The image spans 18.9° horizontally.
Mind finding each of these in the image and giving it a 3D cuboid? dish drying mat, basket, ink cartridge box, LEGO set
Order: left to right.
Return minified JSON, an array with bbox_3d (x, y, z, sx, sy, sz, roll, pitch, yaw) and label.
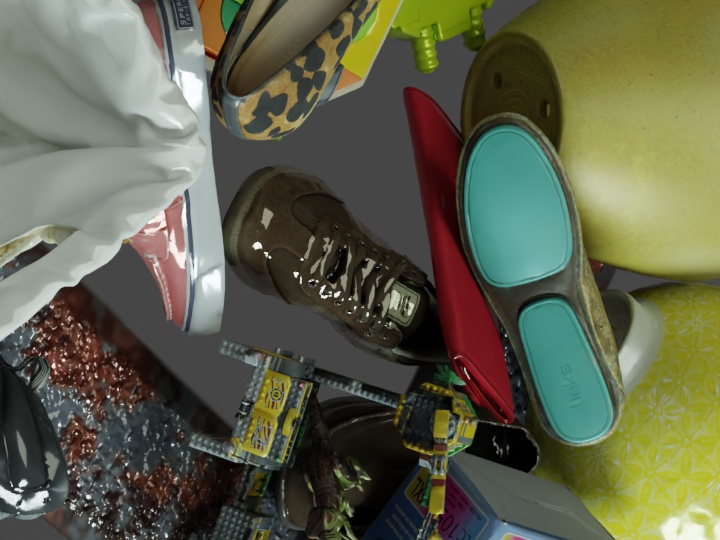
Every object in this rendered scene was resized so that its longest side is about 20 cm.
[{"bbox_3d":[-0.208,-0.075,0.904,0.198,0.160,0.201,-41,121,-27],"label":"basket"},{"bbox_3d":[-0.030,0.125,1.128,0.201,0.153,0.116,-64,163,1],"label":"LEGO set"},{"bbox_3d":[0.044,0.209,1.243,0.136,0.076,0.200,22,111,-46],"label":"ink cartridge box"},{"bbox_3d":[0.054,-0.012,1.232,0.077,0.018,0.201,50,25,-47],"label":"dish drying mat"}]

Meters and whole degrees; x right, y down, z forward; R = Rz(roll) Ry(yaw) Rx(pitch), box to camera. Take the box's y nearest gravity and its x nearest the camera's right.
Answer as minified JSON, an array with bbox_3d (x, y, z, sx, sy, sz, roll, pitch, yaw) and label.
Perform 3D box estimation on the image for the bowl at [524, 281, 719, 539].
[{"bbox_3d":[0.168,0.075,1.323,0.108,0.200,0.201,44,63,-27],"label":"bowl"}]

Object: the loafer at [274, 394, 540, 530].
[{"bbox_3d":[0.032,0.107,1.260,0.199,0.071,0.074,-12,103,-46],"label":"loafer"}]

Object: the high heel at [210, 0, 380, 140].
[{"bbox_3d":[-0.017,-0.161,1.046,0.143,0.071,0.201,-38,146,-71],"label":"high heel"}]

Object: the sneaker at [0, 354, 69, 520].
[{"bbox_3d":[-0.200,0.118,1.009,0.114,0.075,0.201,27,72,-42],"label":"sneaker"}]

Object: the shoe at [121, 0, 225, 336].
[{"bbox_3d":[-0.120,-0.046,1.090,0.090,0.072,0.201,-8,130,-8],"label":"shoe"}]

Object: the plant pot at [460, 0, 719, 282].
[{"bbox_3d":[0.144,-0.092,1.287,0.141,0.200,0.202,-2,96,-33],"label":"plant pot"}]

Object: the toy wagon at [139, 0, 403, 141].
[{"bbox_3d":[-0.063,-0.165,1.126,0.199,0.039,0.156,27,88,-39],"label":"toy wagon"}]

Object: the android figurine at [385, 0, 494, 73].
[{"bbox_3d":[0.033,-0.217,1.249,0.182,0.041,0.201,-25,111,-43],"label":"android figurine"}]

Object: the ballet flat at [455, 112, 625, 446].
[{"bbox_3d":[0.101,0.001,1.221,0.071,0.070,0.201,-33,111,-40],"label":"ballet flat"}]

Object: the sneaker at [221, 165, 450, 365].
[{"bbox_3d":[0.000,0.000,1.180,0.200,0.075,0.071,34,78,-58],"label":"sneaker"}]
